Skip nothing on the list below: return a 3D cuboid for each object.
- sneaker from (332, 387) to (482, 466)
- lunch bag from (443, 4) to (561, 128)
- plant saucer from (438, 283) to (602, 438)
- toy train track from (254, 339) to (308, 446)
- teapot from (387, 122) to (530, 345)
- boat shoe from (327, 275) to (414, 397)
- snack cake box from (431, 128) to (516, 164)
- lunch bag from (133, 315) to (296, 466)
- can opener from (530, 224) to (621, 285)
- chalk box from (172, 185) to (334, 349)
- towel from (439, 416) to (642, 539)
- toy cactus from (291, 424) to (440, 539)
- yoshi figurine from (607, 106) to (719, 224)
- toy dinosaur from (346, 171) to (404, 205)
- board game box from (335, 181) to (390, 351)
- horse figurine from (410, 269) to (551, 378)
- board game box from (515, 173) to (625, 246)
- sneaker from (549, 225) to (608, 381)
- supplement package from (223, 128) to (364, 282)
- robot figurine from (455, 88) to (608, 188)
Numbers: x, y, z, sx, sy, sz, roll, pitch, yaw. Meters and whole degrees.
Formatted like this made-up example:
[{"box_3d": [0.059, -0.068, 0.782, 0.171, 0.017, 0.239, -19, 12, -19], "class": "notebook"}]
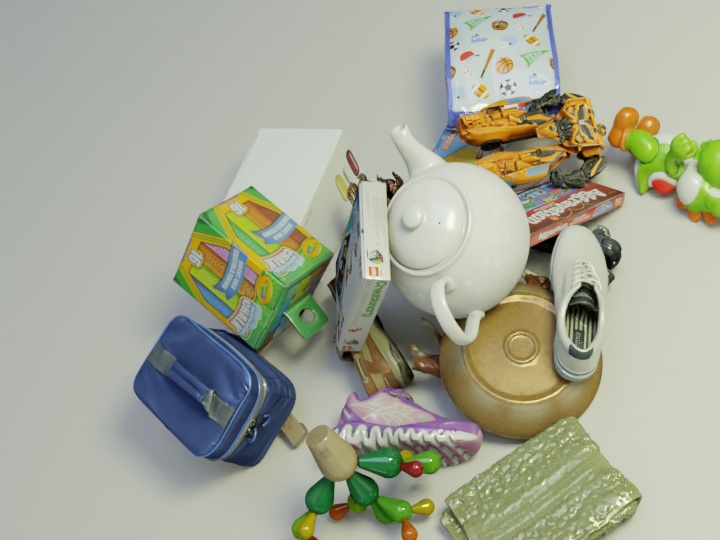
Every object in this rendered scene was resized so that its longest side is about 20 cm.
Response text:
[{"box_3d": [0.053, 0.183, 1.209, 0.197, 0.081, 0.089, -3, 54, 26], "class": "sneaker"}, {"box_3d": [0.204, -0.281, 1.453, 0.167, 0.125, 0.202, -5, 46, 7], "class": "lunch bag"}, {"box_3d": [0.192, 0.099, 1.194, 0.197, 0.036, 0.203, -3, 62, 5], "class": "plant saucer"}, {"box_3d": [-0.129, 0.161, 1.348, 0.115, 0.032, 0.200, -51, 56, 9], "class": "toy train track"}, {"box_3d": [0.096, -0.040, 1.172, 0.199, 0.145, 0.200, 29, 94, 35], "class": "teapot"}, {"box_3d": [-0.004, 0.087, 1.318, 0.073, 0.076, 0.201, -35, 46, 2], "class": "boat shoe"}, {"box_3d": [0.130, -0.095, 1.396, 0.114, 0.067, 0.201, 15, 63, 35], "class": "snack cake box"}, {"box_3d": [-0.190, 0.160, 1.285, 0.199, 0.132, 0.137, 33, 93, 35], "class": "lunch bag"}, {"box_3d": [0.251, -0.040, 1.293, 0.078, 0.064, 0.199, -39, 45, -25], "class": "can opener"}, {"box_3d": [-0.127, 0.008, 1.335, 0.199, 0.125, 0.125, 37, 36, 11], "class": "chalk box"}, {"box_3d": [0.196, 0.263, 1.106, 0.199, 0.037, 0.149, -36, 47, -2], "class": "towel"}, {"box_3d": [-0.010, 0.247, 1.135, 0.198, 0.166, 0.103, -24, 33, 20], "class": "toy cactus"}, {"box_3d": [0.417, -0.149, 1.268, 0.112, 0.113, 0.200, -34, 50, -10], "class": "yoshi figurine"}, {"box_3d": [0.073, -0.081, 1.326, 0.199, 0.102, 0.137, 34, 89, 11], "class": "toy dinosaur"}, {"box_3d": [0.000, 0.000, 1.210, 0.034, 0.201, 0.128, 3, 62, -9], "class": "board game box"}, {"box_3d": [0.145, 0.070, 1.267, 0.131, 0.050, 0.201, 23, 62, 29], "class": "horse figurine"}, {"box_3d": [0.242, -0.082, 1.286, 0.198, 0.020, 0.102, -22, 35, -38], "class": "board game box"}, {"box_3d": [0.262, 0.026, 1.166, 0.072, 0.071, 0.203, 5, 60, -1], "class": "sneaker"}, {"box_3d": [-0.105, -0.101, 1.490, 0.154, 0.111, 0.202, 5, 58, 30], "class": "supplement package"}, {"box_3d": [0.234, -0.173, 1.322, 0.197, 0.058, 0.147, -12, 71, -5], "class": "robot figurine"}]
